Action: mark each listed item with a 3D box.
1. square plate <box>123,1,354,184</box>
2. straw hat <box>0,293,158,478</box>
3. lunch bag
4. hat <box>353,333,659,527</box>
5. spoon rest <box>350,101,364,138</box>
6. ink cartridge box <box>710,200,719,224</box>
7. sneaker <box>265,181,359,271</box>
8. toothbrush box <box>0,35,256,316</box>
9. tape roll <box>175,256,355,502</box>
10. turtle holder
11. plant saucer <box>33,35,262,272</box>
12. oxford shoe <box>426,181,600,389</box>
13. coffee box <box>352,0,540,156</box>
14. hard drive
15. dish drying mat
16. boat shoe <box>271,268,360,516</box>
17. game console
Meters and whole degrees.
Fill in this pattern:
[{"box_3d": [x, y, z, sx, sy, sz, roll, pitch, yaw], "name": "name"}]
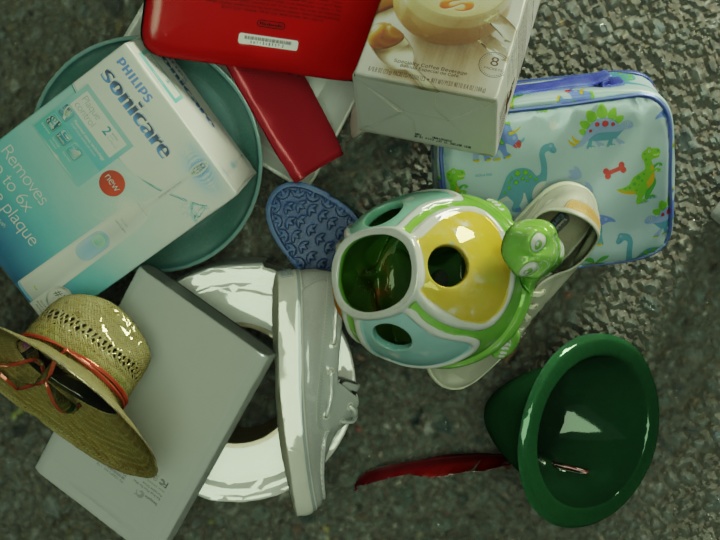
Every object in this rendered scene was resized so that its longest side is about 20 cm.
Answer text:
[{"box_3d": [-0.082, -0.203, 1.235, 0.199, 0.028, 0.199, 30, 93, -4], "name": "square plate"}, {"box_3d": [-0.215, 0.066, 1.126, 0.201, 0.201, 0.085, 38, 64, -4], "name": "straw hat"}, {"box_3d": [0.159, -0.083, 1.206, 0.199, 0.083, 0.162, -8, 116, -1], "name": "lunch bag"}, {"box_3d": [0.132, 0.126, 1.275, 0.199, 0.176, 0.167, 4, 94, -40], "name": "hat"}, {"box_3d": [0.072, -0.172, 1.215, 0.200, 0.099, 0.061, -41, 93, -9], "name": "spoon rest"}, {"box_3d": [0.374, -0.078, 1.172, 0.085, 0.200, 0.146, 35, 93, 1], "name": "ink cartridge box"}, {"box_3d": [0.000, 0.000, 1.228, 0.200, 0.078, 0.070, 41, 88, -6], "name": "sneaker"}, {"box_3d": [-0.208, -0.073, 1.169, 0.200, 0.085, 0.147, -33, 100, 14], "name": "toothbrush box"}, {"box_3d": [-0.103, 0.091, 1.238, 0.201, 0.071, 0.204, 0, 95, -1], "name": "tape roll"}, {"box_3d": [0.061, 0.011, 1.096, 0.185, 0.131, 0.142, 21, 98, 35], "name": "turtle holder"}, {"box_3d": [-0.176, -0.098, 1.220, 0.199, 0.036, 0.201, 2, 106, 7], "name": "plant saucer"}, {"box_3d": [0.120, 0.015, 1.165, 0.075, 0.058, 0.200, 35, 103, -18], "name": "oxford shoe"}, {"box_3d": [0.076, -0.201, 1.138, 0.114, 0.080, 0.201, 12, 63, 11], "name": "coffee box"}, {"box_3d": [-0.169, 0.115, 1.177, 0.132, 0.026, 0.201, 34, 105, 14], "name": "hard drive"}, {"box_3d": [-0.083, -0.171, 1.193, 0.018, 0.077, 0.201, -26, 96, 42], "name": "dish drying mat"}, {"box_3d": [-0.034, 0.097, 1.175, 0.068, 0.072, 0.201, -3, 91, -8], "name": "boat shoe"}, {"box_3d": [-0.080, -0.254, 1.174, 0.199, 0.119, 0.173, 5, 104, -20], "name": "game console"}]
